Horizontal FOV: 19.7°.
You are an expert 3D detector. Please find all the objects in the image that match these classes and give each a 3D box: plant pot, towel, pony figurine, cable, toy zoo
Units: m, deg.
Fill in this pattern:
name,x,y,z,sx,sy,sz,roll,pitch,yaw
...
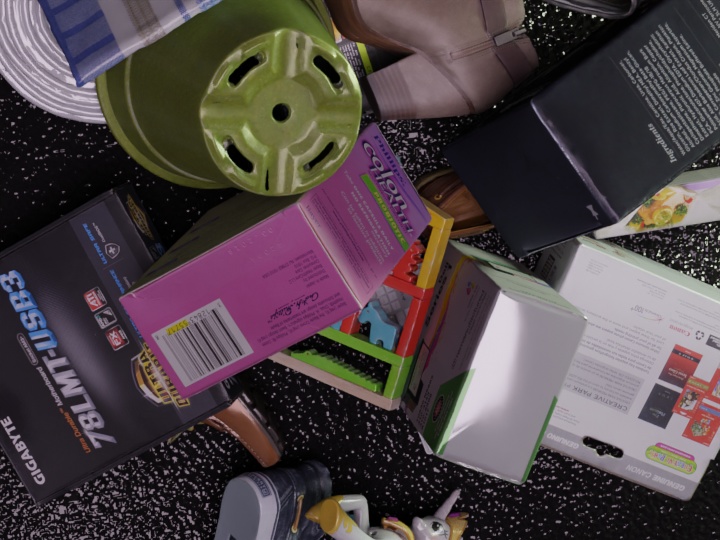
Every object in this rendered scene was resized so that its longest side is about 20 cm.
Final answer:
name,x,y,z,sx,sy,sz,roll,pitch,yaw
plant pot,-0.085,-0.135,1.559,0.199,0.190,0.201,-6,109,-17
towel,-0.141,-0.221,1.546,0.200,0.147,0.024,-32,129,0
pony figurine,0.015,0.279,1.769,0.200,0.166,0.194,10,90,-47
cable,-0.205,-0.215,1.643,0.199,0.069,0.201,27,100,-15
toy zoo,0.000,0.000,1.725,0.131,0.020,0.201,22,104,23

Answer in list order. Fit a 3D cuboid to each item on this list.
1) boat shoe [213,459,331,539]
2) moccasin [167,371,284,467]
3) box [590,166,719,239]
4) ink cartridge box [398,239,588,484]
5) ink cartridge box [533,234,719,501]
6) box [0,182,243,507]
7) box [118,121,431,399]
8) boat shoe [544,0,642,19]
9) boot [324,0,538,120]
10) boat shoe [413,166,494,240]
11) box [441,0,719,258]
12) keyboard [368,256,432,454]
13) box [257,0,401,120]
name,x,y,z,sx,sy,sz,roll,pitch,yaw
boat shoe,-0.085,0.253,1.797,0.091,0.071,0.201,-10,133,-40
moccasin,-0.147,0.098,1.739,0.201,0.074,0.078,40,99,-16
box,0.290,-0.064,1.782,0.199,0.041,0.039,-9,108,-7
ink cartridge box,0.099,0.070,1.700,0.084,0.200,0.145,19,98,-14
ink cartridge box,0.228,0.080,1.789,0.199,0.084,0.176,23,101,-14
box,-0.227,0.062,1.686,0.198,0.050,0.201,-27,94,14
box,-0.063,-0.010,1.624,0.175,0.200,0.097,-27,102,25
boat shoe,0.130,-0.251,1.588,0.199,0.071,0.072,19,118,4
boot,0.053,-0.216,1.647,0.146,0.070,0.201,-24,104,-12
boat shoe,0.136,-0.073,1.739,0.199,0.068,0.072,-23,108,-2
box,0.198,-0.122,1.624,0.200,0.197,0.118,-38,95,-19
keyboard,0.050,0.062,1.794,0.056,0.011,0.201,-22,108,-3
box,-0.003,-0.230,1.685,0.192,0.048,0.201,-22,107,-5
